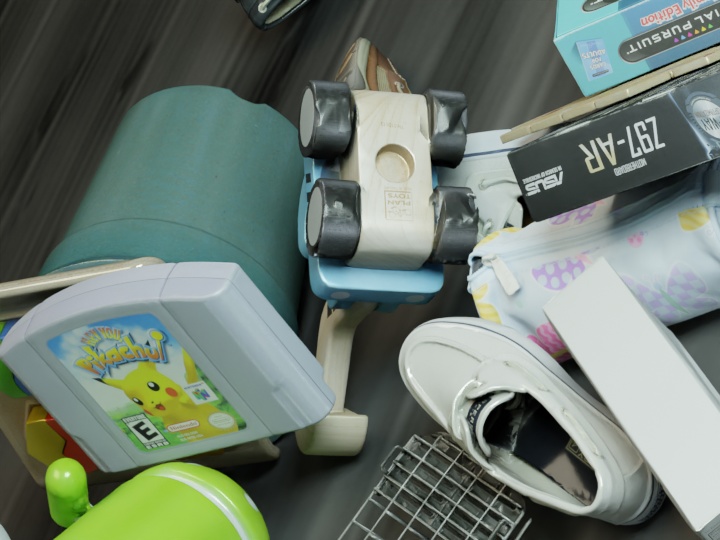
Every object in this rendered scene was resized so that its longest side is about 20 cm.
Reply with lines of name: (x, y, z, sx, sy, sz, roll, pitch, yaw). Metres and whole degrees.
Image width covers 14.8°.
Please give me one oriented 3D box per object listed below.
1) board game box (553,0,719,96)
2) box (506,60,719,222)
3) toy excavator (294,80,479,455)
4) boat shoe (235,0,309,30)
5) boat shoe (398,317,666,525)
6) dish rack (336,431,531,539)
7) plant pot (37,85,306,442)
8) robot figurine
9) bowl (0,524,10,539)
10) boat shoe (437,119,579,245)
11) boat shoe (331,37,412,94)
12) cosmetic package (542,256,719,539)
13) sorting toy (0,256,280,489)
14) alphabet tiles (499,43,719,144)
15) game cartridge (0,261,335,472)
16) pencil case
board game box: (0.197, -0.201, 1.691, 0.150, 0.047, 0.201, -22, 31, 20)
box: (0.201, -0.094, 1.551, 0.160, 0.044, 0.200, -20, 4, 41)
toy excavator: (0.000, 0.000, 1.731, 0.200, 0.099, 0.196, 125, 145, -65)
boat shoe: (-0.008, -0.252, 2.064, 0.199, 0.076, 0.061, -34, 75, 15)
boat shoe: (0.084, 0.085, 1.579, 0.200, 0.065, 0.072, 38, 112, 37)
dish rack: (0.024, 0.195, 1.628, 0.201, 0.054, 0.153, -55, 34, -3)
plant pot: (-0.118, -0.006, 1.881, 0.200, 0.200, 0.197, -27, 33, 36)
robot figurine: (-0.133, 0.195, 1.724, 0.200, 0.175, 0.116, -37, -22, -51)
bowl: (-0.282, 0.236, 1.799, 0.201, 0.090, 0.202, -36, 34, 29)
boat shoe: (0.098, -0.034, 1.727, 0.201, 0.075, 0.087, -7, 59, 38)
boat shoe: (0.009, -0.098, 1.895, 0.076, 0.071, 0.200, -59, 11, 23)
cosmetic package: (0.171, 0.083, 1.484, 0.051, 0.083, 0.200, -38, 40, 6)
sorting toy: (-0.172, 0.076, 1.810, 0.184, 0.200, 0.037, -10, 43, 25)
alphabet tiles: (0.178, -0.117, 1.626, 0.166, 0.006, 0.200, -25, 4, -31)
game cartridge: (-0.127, 0.058, 1.720, 0.199, 0.134, 0.041, -16, 32, 38)
pencil case: (0.155, -0.009, 1.603, 0.199, 0.091, 0.083, -19, 39, 42)
